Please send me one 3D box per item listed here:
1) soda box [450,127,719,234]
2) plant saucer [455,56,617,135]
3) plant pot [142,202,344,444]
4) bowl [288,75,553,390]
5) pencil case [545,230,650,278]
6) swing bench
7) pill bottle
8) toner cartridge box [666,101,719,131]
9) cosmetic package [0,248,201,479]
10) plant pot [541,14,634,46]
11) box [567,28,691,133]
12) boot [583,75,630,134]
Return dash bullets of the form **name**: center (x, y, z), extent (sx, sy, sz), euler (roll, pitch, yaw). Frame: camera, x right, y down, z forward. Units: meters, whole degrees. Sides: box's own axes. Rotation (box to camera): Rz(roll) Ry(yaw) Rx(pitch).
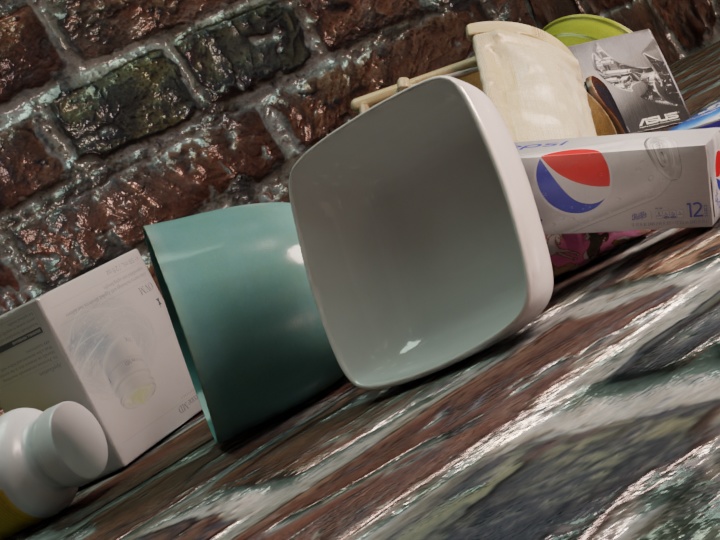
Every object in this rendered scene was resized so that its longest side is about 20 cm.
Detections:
- **soda box**: center (0.174, -0.066, 1.155), extent (0.200, 0.064, 0.068), euler (-2, 16, 25)
- **plant saucer**: center (0.163, -0.136, 1.546), extent (0.200, 0.200, 0.035), euler (-23, 33, 55)
- **plant pot**: center (-0.083, 0.031, 1.326), extent (0.161, 0.201, 0.201), euler (-19, 2, -9)
- **bowl**: center (0.053, -0.025, 1.128), extent (0.200, 0.200, 0.075), euler (-27, -17, 39)
- **pencil case**: center (0.143, -0.034, 1.256), extent (0.200, 0.087, 0.083), euler (-25, 26, 19)
- **swing bench**: center (0.111, -0.107, 1.382), extent (0.200, 0.130, 0.199), euler (-32, 42, 24)
- **pill bottle**: center (-0.350, 0.203, 1.500), extent (0.200, 0.112, 0.112), euler (-26, 4, 25)
- **toner cartridge box**: center (0.361, -0.139, 1.435), extent (0.095, 0.043, 0.200), euler (-31, 4, -15)
- **cosmetic package**: center (-0.291, 0.109, 1.659), extent (0.123, 0.200, 0.199), euler (-24, 6, 28)
- **plant pot**: center (0.249, -0.178, 1.847), extent (0.200, 0.201, 0.193), euler (-24, 18, 48)
- **box**: center (0.256, -0.186, 1.716), extent (0.200, 0.159, 0.048), euler (-12, -39, -1)
- **boot**: center (0.233, -0.129, 1.580), extent (0.097, 0.075, 0.200), euler (-23, -29, 13)
